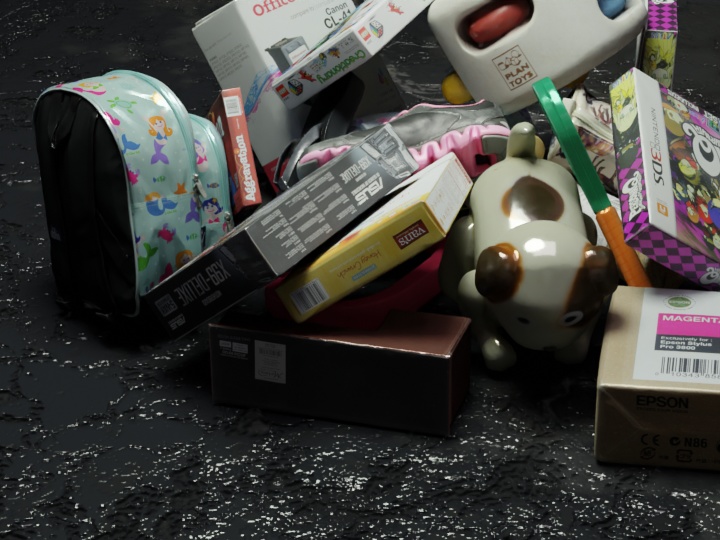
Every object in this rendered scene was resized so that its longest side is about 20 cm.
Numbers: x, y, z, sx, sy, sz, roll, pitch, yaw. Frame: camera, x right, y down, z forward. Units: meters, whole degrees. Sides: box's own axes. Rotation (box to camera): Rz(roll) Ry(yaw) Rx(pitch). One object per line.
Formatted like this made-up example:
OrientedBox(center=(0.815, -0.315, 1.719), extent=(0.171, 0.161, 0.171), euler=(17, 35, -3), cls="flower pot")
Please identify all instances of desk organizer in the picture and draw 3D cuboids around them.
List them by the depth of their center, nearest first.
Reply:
OrientedBox(center=(-0.014, 0.071, 1.562), extent=(0.200, 0.072, 0.077), euler=(7, 26, 16), cls="desk organizer")

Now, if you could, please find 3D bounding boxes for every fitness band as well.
OrientedBox(center=(0.000, 0.000, 1.742), extent=(0.144, 0.037, 0.200), euler=(18, 34, 29), cls="fitness band")

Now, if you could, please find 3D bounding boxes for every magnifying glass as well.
OrientedBox(center=(0.192, -0.068, 1.609), extent=(0.022, 0.200, 0.080), euler=(-27, -6, 5), cls="magnifying glass")

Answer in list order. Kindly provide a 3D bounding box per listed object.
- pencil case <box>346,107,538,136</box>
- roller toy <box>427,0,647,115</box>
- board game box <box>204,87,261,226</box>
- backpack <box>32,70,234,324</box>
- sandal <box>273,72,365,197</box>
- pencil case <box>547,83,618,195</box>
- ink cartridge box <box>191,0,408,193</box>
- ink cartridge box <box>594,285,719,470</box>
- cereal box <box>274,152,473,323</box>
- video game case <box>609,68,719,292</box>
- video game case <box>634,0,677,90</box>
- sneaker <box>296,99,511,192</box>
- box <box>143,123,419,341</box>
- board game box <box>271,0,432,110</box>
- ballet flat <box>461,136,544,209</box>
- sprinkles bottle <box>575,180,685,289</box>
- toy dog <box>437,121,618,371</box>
OrientedBox(center=(0.075, -0.108, 1.861), extent=(0.200, 0.091, 0.083), euler=(-8, 24, -27), cls="pencil case")
OrientedBox(center=(0.167, -0.232, 1.817), extent=(0.200, 0.140, 0.182), euler=(-33, 7, -9), cls="roller toy")
OrientedBox(center=(-0.122, -0.090, 1.742), extent=(0.019, 0.103, 0.200), euler=(-9, -7, -13), cls="board game box")
OrientedBox(center=(-0.202, -0.074, 1.688), extent=(0.150, 0.200, 0.177), euler=(-23, 21, -31), cls="backpack")
OrientedBox(center=(-0.052, -0.109, 1.797), extent=(0.076, 0.043, 0.200), euler=(-28, 35, 43), cls="sandal")
OrientedBox(center=(0.264, -0.097, 1.776), extent=(0.200, 0.089, 0.078), euler=(27, 72, -2), cls="pencil case")
OrientedBox(center=(-0.053, -0.186, 1.917), extent=(0.148, 0.200, 0.086), euler=(-31, 6, -41), cls="ink cartridge box")
OrientedBox(center=(0.288, 0.084, 1.515), extent=(0.200, 0.075, 0.165), euler=(3, 29, 10), cls="ink cartridge box")
OrientedBox(center=(0.015, -0.030, 1.598), extent=(0.144, 0.040, 0.200), euler=(-32, 7, 15), cls="cereal box")
OrientedBox(center=(0.299, -0.058, 1.638), extent=(0.200, 0.036, 0.181), euler=(27, 44, -26), cls="video game case")
OrientedBox(center=(0.290, -0.189, 1.929), extent=(0.036, 0.181, 0.200), euler=(5, 27, 6), cls="video game case")
OrientedBox(center=(0.042, -0.109, 1.723), extent=(0.200, 0.079, 0.095), euler=(-7, 42, 0), cls="sneaker")
OrientedBox(center=(-0.064, -0.033, 1.601), extent=(0.158, 0.050, 0.200), euler=(-30, 6, 47), cls="box")
OrientedBox(center=(0.012, -0.235, 1.843), extent=(0.126, 0.035, 0.200), euler=(-29, 13, 46), cls="board game box")
OrientedBox(center=(0.077, -0.070, 1.762), extent=(0.200, 0.069, 0.063), euler=(-17, 39, 0), cls="ballet flat")
OrientedBox(center=(0.210, -0.040, 1.768), extent=(0.068, 0.068, 0.200), euler=(-21, 33, -32), cls="sprinkles bottle")
OrientedBox(center=(0.150, -0.008, 1.588), extent=(0.139, 0.194, 0.200), euler=(9, 20, -6), cls="toy dog")
